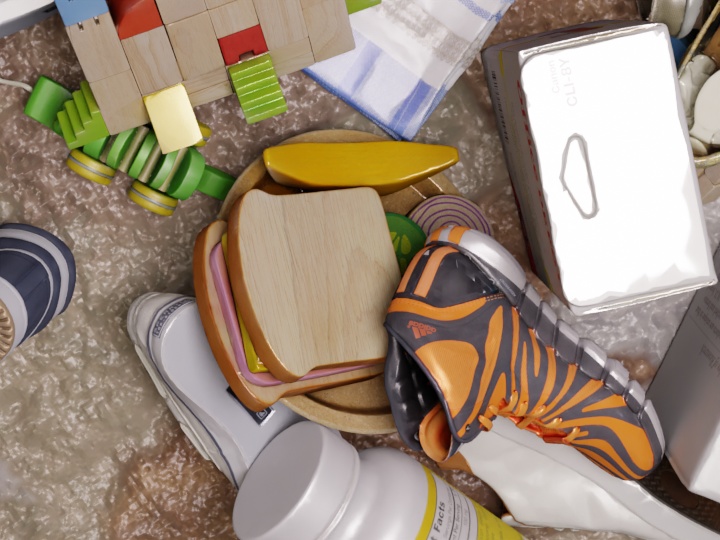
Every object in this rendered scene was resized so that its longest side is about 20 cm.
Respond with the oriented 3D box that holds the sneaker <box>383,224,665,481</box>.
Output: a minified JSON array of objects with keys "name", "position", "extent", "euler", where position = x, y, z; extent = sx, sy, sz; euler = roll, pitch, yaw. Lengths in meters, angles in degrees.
[{"name":"sneaker","position":[0.083,0.078,1.148],"extent":[0.200,0.078,0.112],"euler":[43,60,-17]}]

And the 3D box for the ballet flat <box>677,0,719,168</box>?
[{"name":"ballet flat","position":[0.225,-0.139,1.119],"extent":[0.071,0.071,0.200],"euler":[24,118,-7]}]

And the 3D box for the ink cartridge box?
[{"name":"ink cartridge box","position":[0.130,-0.063,1.137],"extent":[0.083,0.200,0.145],"euler":[-13,98,0]}]

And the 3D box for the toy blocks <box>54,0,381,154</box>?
[{"name":"toy blocks","position":[-0.090,-0.157,1.117],"extent":[0.200,0.137,0.100],"euler":[-20,57,-3]}]

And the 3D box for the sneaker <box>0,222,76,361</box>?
[{"name":"sneaker","position":[-0.254,0.037,1.215],"extent":[0.200,0.109,0.070],"euler":[-25,105,33]}]

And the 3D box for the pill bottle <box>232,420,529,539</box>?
[{"name":"pill bottle","position":[0.025,0.174,1.201],"extent":[0.200,0.111,0.111],"euler":[37,97,-24]}]

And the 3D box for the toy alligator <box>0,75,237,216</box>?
[{"name":"toy alligator","position":[-0.156,-0.085,1.197],"extent":[0.200,0.054,0.059],"euler":[27,98,-7]}]

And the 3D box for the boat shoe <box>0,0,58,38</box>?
[{"name":"boat shoe","position":[-0.162,-0.195,1.175],"extent":[0.200,0.070,0.066],"euler":[-25,91,4]}]

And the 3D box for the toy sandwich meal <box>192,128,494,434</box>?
[{"name":"toy sandwich meal","position":[0.000,0.000,1.170],"extent":[0.205,0.070,0.206],"euler":[7,72,-23]}]

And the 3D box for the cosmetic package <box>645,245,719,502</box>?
[{"name":"cosmetic package","position":[0.291,0.049,1.186],"extent":[0.167,0.166,0.200],"euler":[23,99,-7]}]

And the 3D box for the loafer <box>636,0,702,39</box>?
[{"name":"loafer","position":[0.139,-0.220,1.158],"extent":[0.070,0.075,0.200],"euler":[-17,76,-8]}]

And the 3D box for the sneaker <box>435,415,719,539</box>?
[{"name":"sneaker","position":[0.138,0.133,1.253],"extent":[0.200,0.073,0.085],"euler":[29,121,-8]}]

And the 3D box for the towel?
[{"name":"towel","position":[0.029,-0.193,1.202],"extent":[0.147,0.024,0.200],"euler":[35,97,-7]}]

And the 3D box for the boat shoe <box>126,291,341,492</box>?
[{"name":"boat shoe","position":[-0.076,0.087,1.226],"extent":[0.071,0.070,0.200],"euler":[-48,124,-15]}]

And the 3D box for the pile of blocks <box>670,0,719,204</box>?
[{"name":"pile of blocks","position":[0.217,-0.141,1.211],"extent":[0.062,0.082,0.200],"euler":[-15,117,-43]}]
